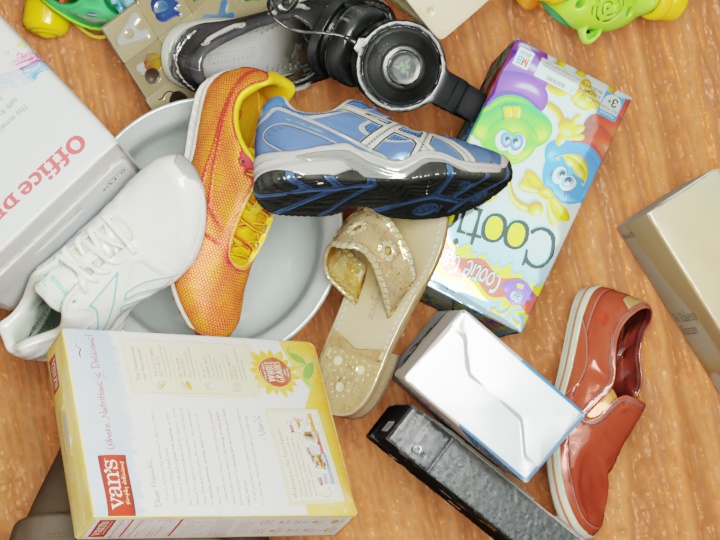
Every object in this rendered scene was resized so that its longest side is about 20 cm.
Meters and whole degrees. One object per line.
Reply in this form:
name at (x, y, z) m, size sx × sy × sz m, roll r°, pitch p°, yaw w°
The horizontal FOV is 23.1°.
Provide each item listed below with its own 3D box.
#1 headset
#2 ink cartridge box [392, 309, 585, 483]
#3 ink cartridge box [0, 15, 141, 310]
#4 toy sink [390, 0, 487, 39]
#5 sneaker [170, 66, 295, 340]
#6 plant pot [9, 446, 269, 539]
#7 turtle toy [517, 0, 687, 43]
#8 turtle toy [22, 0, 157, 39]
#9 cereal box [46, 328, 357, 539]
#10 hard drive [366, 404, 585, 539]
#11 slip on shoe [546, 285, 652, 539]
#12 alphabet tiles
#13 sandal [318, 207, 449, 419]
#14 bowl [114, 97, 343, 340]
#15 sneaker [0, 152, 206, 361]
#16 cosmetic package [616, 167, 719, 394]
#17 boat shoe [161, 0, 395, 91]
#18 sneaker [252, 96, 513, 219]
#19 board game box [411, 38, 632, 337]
headset at (0.014, -0.172, 1.284) m, size 0.200 × 0.123 × 0.094 m, roll 22°, pitch 98°, yaw -41°
ink cartridge box at (0.086, 0.090, 1.306) m, size 0.115 × 0.200 × 0.068 m, roll 41°, pitch 87°, yaw -1°
ink cartridge box at (-0.272, -0.094, 1.232) m, size 0.145 × 0.145 × 0.200 m, roll -43°, pitch 82°, yaw -4°
toy sink at (0.028, -0.274, 1.324) m, size 0.112 × 0.200 × 0.130 m, roll -41°, pitch 119°, yaw 3°
sneaker at (-0.092, -0.049, 1.261) m, size 0.077 × 0.073 × 0.201 m, roll 4°, pitch 86°, yaw 39°
plant pot at (-0.150, 0.160, 1.294) m, size 0.199 × 0.200 × 0.174 m, roll 10°, pitch 69°, yaw -5°
turtle toy at (0.176, -0.276, 1.385) m, size 0.145 × 0.101 × 0.201 m, roll 5°, pitch 83°, yaw -28°
turtle toy at (-0.218, -0.253, 1.350) m, size 0.199 × 0.101 × 0.146 m, roll 9°, pitch 84°, yaw -5°
cereal box at (-0.110, 0.113, 1.214) m, size 0.200 × 0.040 × 0.144 m, roll 5°, pitch 55°, yaw -30°
hard drive at (0.098, 0.174, 1.329) m, size 0.200 × 0.140 × 0.038 m, roll 39°, pitch 83°, yaw -1°
slip on shoe at (0.188, 0.111, 1.371) m, size 0.061 × 0.074 × 0.201 m, roll 4°, pitch 78°, yaw 33°
alphabet tiles at (-0.098, -0.205, 1.354) m, size 0.200 × 0.006 × 0.167 m, roll -40°, pitch 124°, yaw -15°
sandal at (0.005, 0.001, 1.276) m, size 0.077 × 0.070 × 0.212 m, roll 13°, pitch 84°, yaw 29°
bowl at (-0.115, -0.026, 1.348) m, size 0.200 × 0.090 × 0.202 m, roll 0°, pitch 85°, yaw -5°
sneaker at (-0.179, -0.001, 1.229) m, size 0.070 × 0.080 × 0.200 m, roll 51°, pitch 119°, yaw 20°
cosmetic package at (0.291, 0.027, 1.380) m, size 0.071 × 0.105 × 0.200 m, roll -32°, pitch 88°, yaw -7°
boat shoe at (-0.052, -0.173, 1.352) m, size 0.200 × 0.060 × 0.074 m, roll -10°, pitch 111°, yaw -29°
sneaker at (0.018, -0.083, 1.241) m, size 0.199 × 0.076 × 0.077 m, roll 3°, pitch 62°, yaw -26°
board game box at (0.113, -0.061, 1.367) m, size 0.103 × 0.105 × 0.200 m, roll 26°, pitch 83°, yaw -4°
